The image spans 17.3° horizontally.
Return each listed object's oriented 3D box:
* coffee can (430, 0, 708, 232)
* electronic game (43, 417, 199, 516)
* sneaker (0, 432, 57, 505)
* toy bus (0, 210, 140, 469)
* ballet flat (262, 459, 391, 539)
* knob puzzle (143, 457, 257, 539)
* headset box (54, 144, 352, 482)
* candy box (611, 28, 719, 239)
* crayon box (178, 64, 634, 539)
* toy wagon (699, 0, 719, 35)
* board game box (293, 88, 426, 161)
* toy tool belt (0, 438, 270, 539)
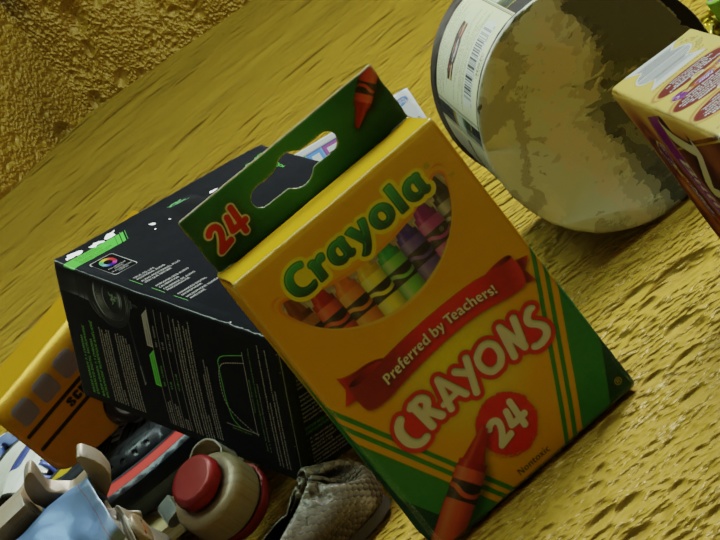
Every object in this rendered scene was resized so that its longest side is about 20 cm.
[{"bbox_3d":[0.127,-0.111,1.425,0.146,0.147,0.200,-38,12,2],"label":"coffee can"},{"bbox_3d":[-0.141,0.113,1.513,0.200,0.042,0.200,-36,12,9],"label":"electronic game"},{"bbox_3d":[-0.194,0.128,1.657,0.199,0.080,0.115,-47,24,20],"label":"sneaker"},{"bbox_3d":[-0.150,0.033,1.506,0.200,0.078,0.065,-51,21,-7],"label":"toy bus"},{"bbox_3d":[-0.061,0.167,1.206,0.200,0.046,0.067,-45,13,-26],"label":"ballet flat"},{"bbox_3d":[-0.118,0.149,1.485,0.219,0.030,0.220,-36,12,9],"label":"knob puzzle"},{"bbox_3d":[-0.050,0.016,1.348,0.199,0.093,0.174,17,38,42],"label":"headset box"},{"bbox_3d":[0.187,-0.043,1.066,0.056,0.117,0.200,-38,11,-1],"label":"candy box"},{"bbox_3d":[0.022,0.017,1.137,0.127,0.200,0.051,-40,12,-6],"label":"crayon box"},{"bbox_3d":[0.296,-0.215,1.555,0.200,0.040,0.155,-31,14,33],"label":"toy wagon"},{"bbox_3d":[-0.036,-0.040,1.690,0.199,0.034,0.135,-31,-22,-4],"label":"board game box"},{"bbox_3d":[-0.149,0.158,1.232,0.200,0.123,0.125,-49,39,4],"label":"toy tool belt"}]
